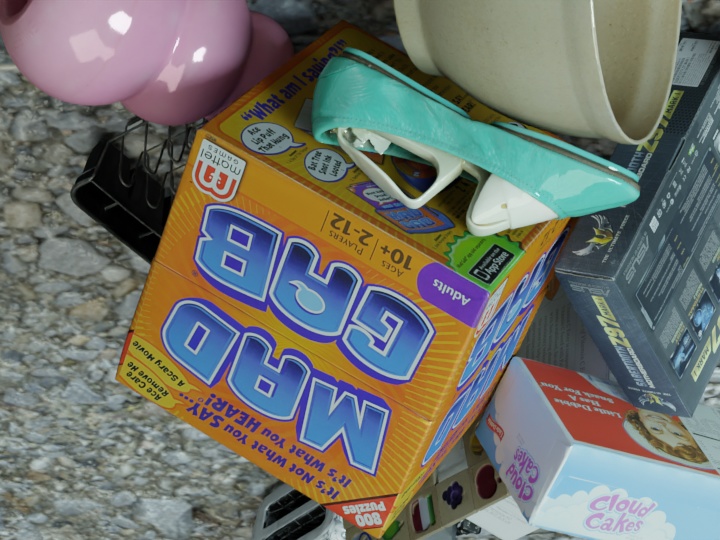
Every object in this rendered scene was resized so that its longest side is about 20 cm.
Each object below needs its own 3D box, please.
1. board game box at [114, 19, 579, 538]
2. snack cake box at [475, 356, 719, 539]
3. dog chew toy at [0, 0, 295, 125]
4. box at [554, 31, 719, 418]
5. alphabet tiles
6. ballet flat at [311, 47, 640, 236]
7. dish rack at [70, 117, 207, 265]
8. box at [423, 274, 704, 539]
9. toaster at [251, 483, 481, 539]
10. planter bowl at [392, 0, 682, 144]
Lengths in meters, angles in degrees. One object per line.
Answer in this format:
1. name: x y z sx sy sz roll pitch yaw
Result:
1. board game box: 0.000 0.000 1.342 0.199 0.200 0.200 30 125 11
2. snack cake box: 0.190 0.132 1.416 0.199 0.115 0.067 15 113 -24
3. dog chew toy: -0.126 -0.149 1.350 0.200 0.125 0.124 21 140 -32
4. box: 0.211 -0.029 1.386 0.051 0.200 0.158 11 151 38
5. alphabet tiles: 0.036 0.103 1.579 0.008 0.201 0.167 17 144 -40
6. ballet flat: 0.060 -0.060 1.226 0.199 0.071 0.067 24 174 12
7. dish rack: -0.085 -0.067 1.494 0.200 0.055 0.153 -23 134 32
8. box: 0.146 0.085 1.576 0.106 0.153 0.200 33 135 -30
9. toaster: -0.007 0.237 1.822 0.129 0.114 0.200 31 137 -25
10. planter bowl: 0.098 -0.174 1.232 0.134 0.201 0.200 2 143 22
